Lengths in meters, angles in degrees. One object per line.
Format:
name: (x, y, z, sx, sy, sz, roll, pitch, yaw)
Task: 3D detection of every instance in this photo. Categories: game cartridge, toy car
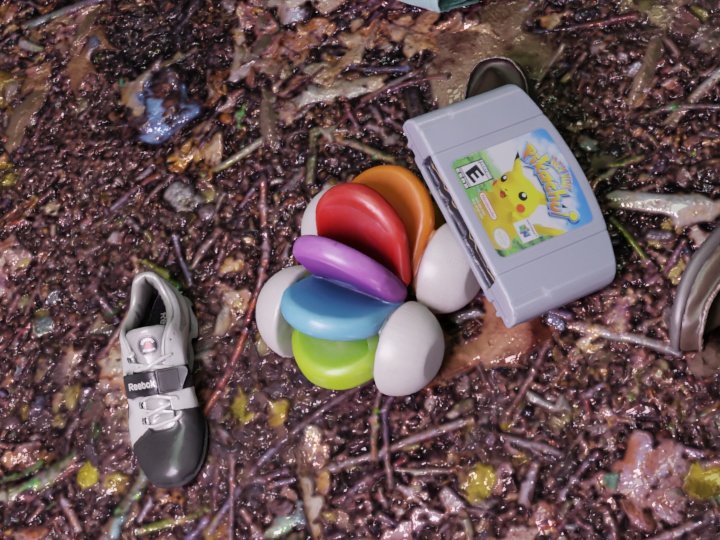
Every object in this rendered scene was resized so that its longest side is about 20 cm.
game cartridge: (0.135, -0.062, 1.446, 0.132, 0.040, 0.202, -21, 76, -30)
toy car: (0.000, 0.000, 1.448, 0.173, 0.150, 0.201, 20, 70, 26)

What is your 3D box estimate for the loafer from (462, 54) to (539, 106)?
loafer: (0.123, -0.118, 1.519, 0.072, 0.071, 0.202, -6, 60, 15)

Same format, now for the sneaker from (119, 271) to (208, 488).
sneaker: (-0.185, 0.094, 1.497, 0.073, 0.089, 0.202, -15, 60, 8)

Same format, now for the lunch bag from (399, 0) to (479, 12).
lunch bag: (0.057, -0.341, 1.637, 0.169, 0.122, 0.201, 22, 65, 27)

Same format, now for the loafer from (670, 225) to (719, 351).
loafer: (0.326, -0.011, 1.383, 0.071, 0.073, 0.201, 32, 79, 23)
